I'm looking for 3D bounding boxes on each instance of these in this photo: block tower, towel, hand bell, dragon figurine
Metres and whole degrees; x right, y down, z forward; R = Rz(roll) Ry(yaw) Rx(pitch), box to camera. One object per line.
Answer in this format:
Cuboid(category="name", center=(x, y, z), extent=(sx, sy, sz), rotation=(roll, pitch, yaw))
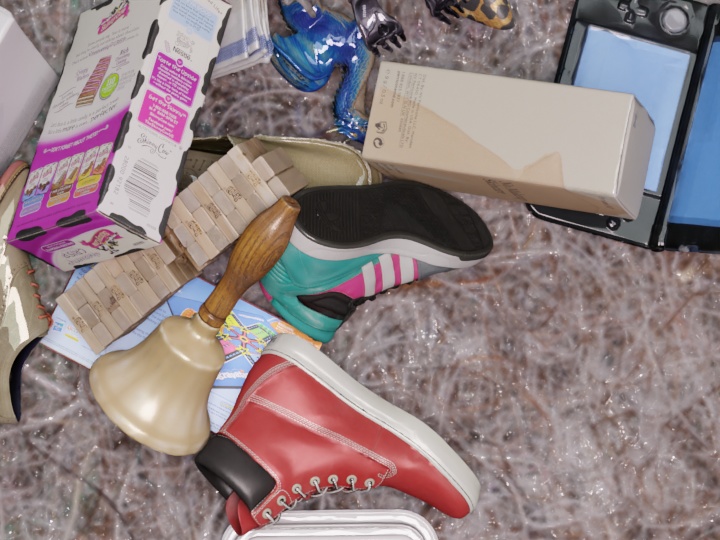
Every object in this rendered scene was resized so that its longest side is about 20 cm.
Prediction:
Cuboid(category="block tower", center=(-0.133, -0.021, 1.399), extent=(0.199, 0.058, 0.054), rotation=(-38, 89, 18))
Cuboid(category="towel", center=(-0.119, -0.243, 1.445), extent=(0.024, 0.146, 0.202), rotation=(1, 81, -39))
Cuboid(category="hand bell", center=(-0.101, 0.027, 1.361), extent=(0.104, 0.104, 0.200), rotation=(39, 114, 3))
Cuboid(category="dragon figurine", center=(-0.040, -0.177, 1.466), extent=(0.199, 0.059, 0.100), rotation=(38, 84, 2))

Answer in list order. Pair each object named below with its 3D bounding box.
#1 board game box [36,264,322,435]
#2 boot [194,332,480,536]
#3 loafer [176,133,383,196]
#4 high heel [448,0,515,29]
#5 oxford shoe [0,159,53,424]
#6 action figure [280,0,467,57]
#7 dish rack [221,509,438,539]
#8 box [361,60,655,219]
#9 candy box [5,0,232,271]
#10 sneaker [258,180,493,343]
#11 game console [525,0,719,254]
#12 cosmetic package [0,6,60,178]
Cuboid(category="board game box", center=(-0.139, 0.056, 1.461), extent=(0.199, 0.019, 0.104), rotation=(27, 86, 2))
Cuboid(category="boot", center=(-0.019, 0.160, 1.403), extent=(0.199, 0.072, 0.145), rotation=(33, 66, -3))
Cuboid(category="loafer", center=(-0.081, -0.066, 1.449), extent=(0.198, 0.067, 0.077), rotation=(-2, 84, -1))
Cuboid(category="high heel", center=(0.015, -0.231, 1.441), extent=(0.142, 0.072, 0.200), rotation=(-32, 71, -34))
Cuboid(category="oxford shoe", center=(-0.263, 0.019, 1.437), extent=(0.074, 0.070, 0.202), rotation=(15, 95, 7))
Cuboid(category="action figure", center=(-0.015, -0.237, 1.366), extent=(0.118, 0.102, 0.200), rotation=(-34, 60, -5))
Cuboid(category="dish rack", center=(-0.022, 0.284, 1.428), extent=(0.170, 0.044, 0.202), rotation=(0, 85, -2))
Cuboid(category="box", center=(0.112, -0.098, 1.414), extent=(0.198, 0.095, 0.079), rotation=(10, 84, 22))
Cuboid(category="candy box", center=(-0.178, -0.108, 1.393), extent=(0.061, 0.136, 0.202), rotation=(28, 66, -32))
Cuboid(category="sneaker", center=(0.000, 0.000, 1.435), extent=(0.199, 0.121, 0.084), rotation=(2, 51, -39))
Cuboid(category="game console", center=(0.232, -0.123, 1.435), extent=(0.169, 0.118, 0.202), rotation=(15, 84, 0))
Cuboid(category="cosmetic package", center=(-0.333, -0.106, 1.384), extent=(0.122, 0.200, 0.200), rotation=(29, 84, 5))
